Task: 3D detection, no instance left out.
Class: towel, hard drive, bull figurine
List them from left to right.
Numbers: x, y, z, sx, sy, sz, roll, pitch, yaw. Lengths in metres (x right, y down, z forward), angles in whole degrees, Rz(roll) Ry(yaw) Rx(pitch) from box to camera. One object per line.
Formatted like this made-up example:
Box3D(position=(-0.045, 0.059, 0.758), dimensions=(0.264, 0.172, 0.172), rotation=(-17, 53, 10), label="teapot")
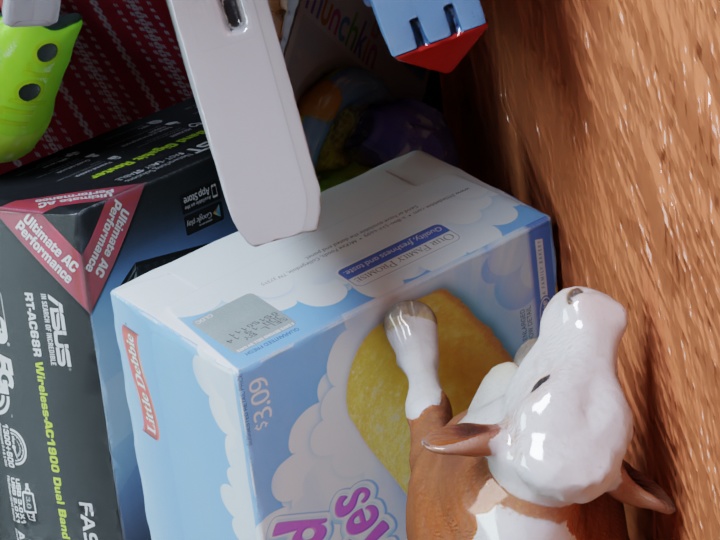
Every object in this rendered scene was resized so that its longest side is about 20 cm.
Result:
Box3D(position=(-0.111, -0.076, 1.054), dimensions=(0.022, 0.200, 0.145), rotation=(-47, 62, 29), label="towel")
Box3D(position=(-0.047, -0.094, 0.836), dimensions=(0.200, 0.026, 0.132), rotation=(-112, 6, -74), label="hard drive")
Box3D(position=(0.044, 0.078, 0.793), dimensions=(0.122, 0.065, 0.201), rotation=(-100, 5, -57), label="bull figurine")

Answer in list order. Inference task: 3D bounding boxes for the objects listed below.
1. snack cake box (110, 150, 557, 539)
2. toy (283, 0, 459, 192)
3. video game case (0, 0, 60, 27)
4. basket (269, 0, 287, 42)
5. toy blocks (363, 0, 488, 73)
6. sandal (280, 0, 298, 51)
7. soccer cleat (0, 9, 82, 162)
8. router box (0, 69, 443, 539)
Box3D(position=(0.002, 0.080, 0.895), dimensions=(0.067, 0.115, 0.201), rotation=(29, 136, 45), label="snack cake box")
Box3D(position=(0.000, 0.000, 0.957), dimensions=(0.115, 0.047, 0.201), rotation=(38, -112, -67), label="toy")
Box3D(position=(-0.102, -0.190, 0.840), dimensions=(0.143, 0.017, 0.201), rotation=(106, 155, -50), label="video game case")
Box3D(position=(-0.089, -0.150, 1.351), dimensions=(0.200, 0.160, 0.199), rotation=(86, 173, -58), label="basket")
Box3D(position=(0.002, -0.134, 0.774), dimensions=(0.200, 0.100, 0.137), rotation=(-113, 3, -69), label="toy blocks")
Box3D(position=(-0.005, -0.080, 1.143), dimensions=(0.083, 0.050, 0.203), rotation=(-72, -3, -53), label="sandal")
Box3D(position=(-0.138, -0.123, 0.973), dimensions=(0.081, 0.067, 0.200), rotation=(-53, 51, 35), label="soccer cleat")
Box3D(position=(-0.044, 0.022, 1.012), dimensions=(0.200, 0.062, 0.150), rotation=(-27, -64, -48), label="router box")
